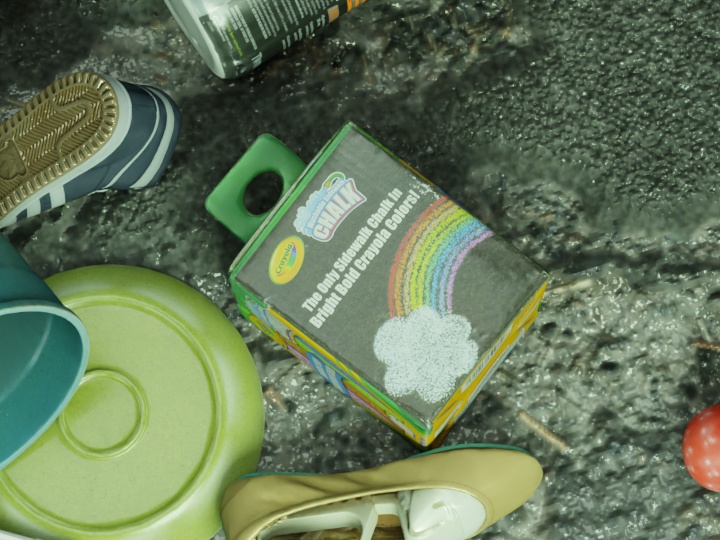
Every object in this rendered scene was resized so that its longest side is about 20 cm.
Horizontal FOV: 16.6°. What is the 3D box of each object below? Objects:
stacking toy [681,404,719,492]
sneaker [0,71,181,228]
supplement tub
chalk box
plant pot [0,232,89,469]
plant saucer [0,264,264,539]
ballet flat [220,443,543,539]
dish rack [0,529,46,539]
[{"bbox_3d":[0.297,0.100,1.520,0.199,0.085,0.086,-8,78,6],"label":"stacking toy"},{"bbox_3d":[-0.204,-0.064,1.566,0.200,0.108,0.070,-25,79,26],"label":"sneaker"},{"bbox_3d":[-0.033,-0.220,1.563,0.200,0.123,0.123,-32,79,-7],"label":"supplement tub"},{"bbox_3d":[0.000,0.000,1.515,0.200,0.124,0.125,38,81,9],"label":"chalk box"},{"bbox_3d":[-0.293,0.022,1.464,0.200,0.200,0.188,-35,66,-7],"label":"plant pot"},{"bbox_3d":[-0.160,0.091,1.543,0.199,0.031,0.201,0,78,1],"label":"plant saucer"},{"bbox_3d":[0.014,0.152,1.507,0.199,0.069,0.063,-8,44,6],"label":"ballet flat"},{"bbox_3d":[-0.262,0.236,1.506,0.199,0.044,0.172,14,79,4],"label":"dish rack"}]
